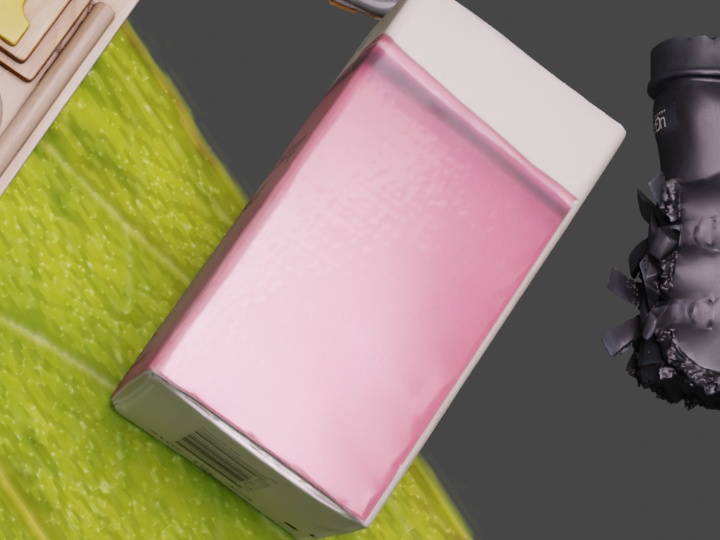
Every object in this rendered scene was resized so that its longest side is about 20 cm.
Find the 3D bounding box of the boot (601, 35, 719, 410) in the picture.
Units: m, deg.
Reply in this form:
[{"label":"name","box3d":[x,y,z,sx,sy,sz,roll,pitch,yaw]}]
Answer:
[{"label":"boot","box3d":[0.212,-0.016,1.001,0.197,0.073,0.164,5,78,-7]}]

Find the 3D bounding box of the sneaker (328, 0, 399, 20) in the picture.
[{"label":"sneaker","box3d":[-0.024,-0.195,0.966,0.078,0.077,0.200,-41,94,-18]}]

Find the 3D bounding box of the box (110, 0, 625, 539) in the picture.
[{"label":"box","box3d":[0.000,0.000,0.915,0.109,0.128,0.201,36,74,-6]}]

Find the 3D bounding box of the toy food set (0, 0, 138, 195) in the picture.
[{"label":"toy food set","box3d":[-0.186,-0.107,0.919,0.143,0.060,0.201,35,75,-7]}]
